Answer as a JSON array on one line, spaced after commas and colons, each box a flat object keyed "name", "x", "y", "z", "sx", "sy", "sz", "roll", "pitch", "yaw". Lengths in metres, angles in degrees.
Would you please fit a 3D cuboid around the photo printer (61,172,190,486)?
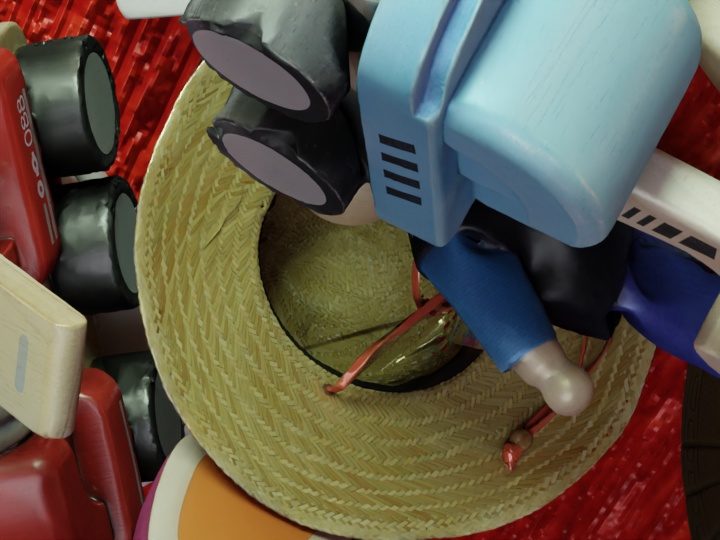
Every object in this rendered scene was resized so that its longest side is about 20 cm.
[{"name": "photo printer", "x": -0.161, "y": 0.029, "z": 0.888, "sx": 0.199, "sy": 0.069, "sz": 0.167, "roll": -23, "pitch": 108, "yaw": 26}]

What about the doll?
[{"name": "doll", "x": 0.072, "y": -0.009, "z": 0.755, "sx": 0.199, "sy": 0.137, "sz": 0.048, "roll": 20, "pitch": 143, "yaw": -16}]

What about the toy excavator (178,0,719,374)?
[{"name": "toy excavator", "x": 0.065, "y": -0.034, "z": 0.659, "sx": 0.199, "sy": 0.100, "sz": 0.195, "roll": 28, "pitch": 164, "yaw": 14}]

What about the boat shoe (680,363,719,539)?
[{"name": "boat shoe", "x": 0.160, "y": 0.111, "z": 0.813, "sx": 0.065, "sy": 0.072, "sz": 0.201, "roll": -9, "pitch": 80, "yaw": -9}]

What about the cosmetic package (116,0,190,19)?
[{"name": "cosmetic package", "x": 0.016, "y": -0.149, "z": 0.734, "sx": 0.199, "sy": 0.081, "sz": 0.113, "roll": -3, "pitch": 115, "yaw": 19}]

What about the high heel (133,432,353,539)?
[{"name": "high heel", "x": -0.047, "y": 0.094, "z": 0.814, "sx": 0.067, "sy": 0.200, "sz": 0.096, "roll": 37, "pitch": 115, "yaw": -1}]

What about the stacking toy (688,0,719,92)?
[{"name": "stacking toy", "x": 0.193, "y": -0.110, "z": 0.679, "sx": 0.200, "sy": 0.085, "sz": 0.085, "roll": -41, "pitch": 102, "yaw": 3}]

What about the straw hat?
[{"name": "straw hat", "x": 0.000, "y": 0.000, "z": 0.809, "sx": 0.201, "sy": 0.201, "sz": 0.085, "roll": 55, "pitch": 159, "yaw": -15}]

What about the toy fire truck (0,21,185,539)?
[{"name": "toy fire truck", "x": -0.116, "y": 0.028, "z": 0.723, "sx": 0.128, "sy": 0.200, "sz": 0.177, "roll": -6, "pitch": 109, "yaw": 10}]
